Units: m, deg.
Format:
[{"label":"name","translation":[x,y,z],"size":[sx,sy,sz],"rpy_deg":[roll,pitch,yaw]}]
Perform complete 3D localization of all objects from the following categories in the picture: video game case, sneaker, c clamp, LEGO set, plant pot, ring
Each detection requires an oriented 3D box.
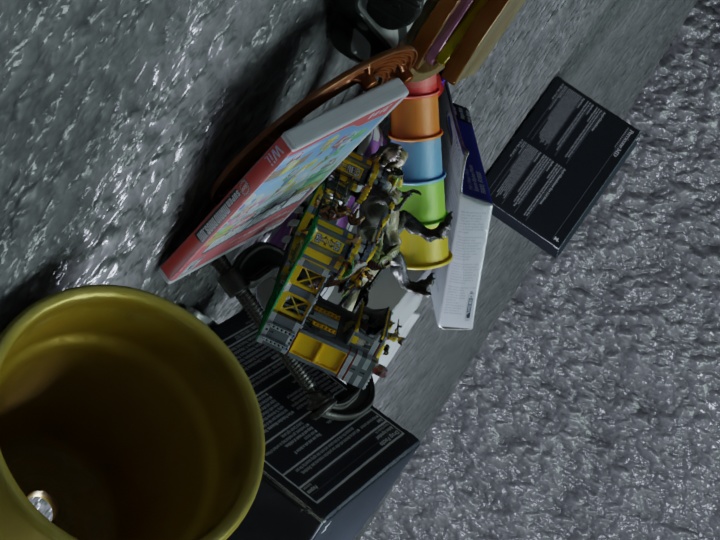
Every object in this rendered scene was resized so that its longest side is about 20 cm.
[{"label":"video game case","translation":[-0.061,-0.068,1.474],"size":[0.143,0.017,0.200],"rpy_deg":[-31,171,-45]},{"label":"sneaker","translation":[0.030,-0.241,1.462],"size":[0.116,0.075,0.201],"rpy_deg":[-62,180,-16]},{"label":"c clamp","translation":[-0.064,0.053,1.605],"size":[0.027,0.200,0.171],"rpy_deg":[-35,-173,24]},{"label":"LEGO set","translation":[0.000,0.000,1.567],"size":[0.200,0.116,0.154],"rpy_deg":[-82,-162,-67]},{"label":"plant pot","translation":[-0.193,0.138,1.299],"size":[0.201,0.201,0.189],"rpy_deg":[-47,-178,-40]},{"label":"sneaker","translation":[-0.042,-0.053,1.696],"size":[0.114,0.072,0.201],"rpy_deg":[69,45,-73]},{"label":"ring","translation":[-0.033,-0.109,1.500],"size":[0.200,0.019,0.200],"rpy_deg":[-35,173,-5]}]

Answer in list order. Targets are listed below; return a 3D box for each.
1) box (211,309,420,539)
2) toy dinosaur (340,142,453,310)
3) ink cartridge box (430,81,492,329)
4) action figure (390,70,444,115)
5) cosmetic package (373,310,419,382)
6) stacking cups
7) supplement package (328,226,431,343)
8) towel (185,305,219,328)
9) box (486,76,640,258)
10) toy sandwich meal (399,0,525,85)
[{"label":"box","translation":[-0.089,0.158,1.613],"size":[0.123,0.198,0.200],"rpy_deg":[-59,166,26]},{"label":"toy dinosaur","translation":[0.030,-0.023,1.698],"size":[0.047,0.088,0.201],"rpy_deg":[-80,-175,-65]},{"label":"ink cartridge box","translation":[0.096,-0.078,1.896],"size":[0.200,0.040,0.201],"rpy_deg":[-98,-168,-56]},{"label":"action figure","translation":[0.071,-0.211,1.753],"size":[0.065,0.052,0.200],"rpy_deg":[-37,159,-48]},{"label":"cosmetic package","translation":[-0.005,0.070,2.194],"size":[0.113,0.081,0.200],"rpy_deg":[-56,169,1]},{"label":"stacking cups","translation":[0.054,-0.103,1.720],"size":[0.060,0.060,0.201],"rpy_deg":[-38,132,-58]},{"label":"supplement package","translation":[-0.032,0.047,1.893],"size":[0.200,0.117,0.117],"rpy_deg":[-50,168,-26]},{"label":"towel","translation":[-0.190,0.122,1.674],"size":[0.200,0.031,0.149],"rpy_deg":[-53,167,-2]},{"label":"box","translation":[0.270,-0.140,2.616],"size":[0.200,0.141,0.079],"rpy_deg":[-54,169,-6]},{"label":"toy sandwich meal","translation":[0.109,-0.223,1.606],"size":[0.205,0.070,0.205],"rpy_deg":[-46,167,-14]}]
